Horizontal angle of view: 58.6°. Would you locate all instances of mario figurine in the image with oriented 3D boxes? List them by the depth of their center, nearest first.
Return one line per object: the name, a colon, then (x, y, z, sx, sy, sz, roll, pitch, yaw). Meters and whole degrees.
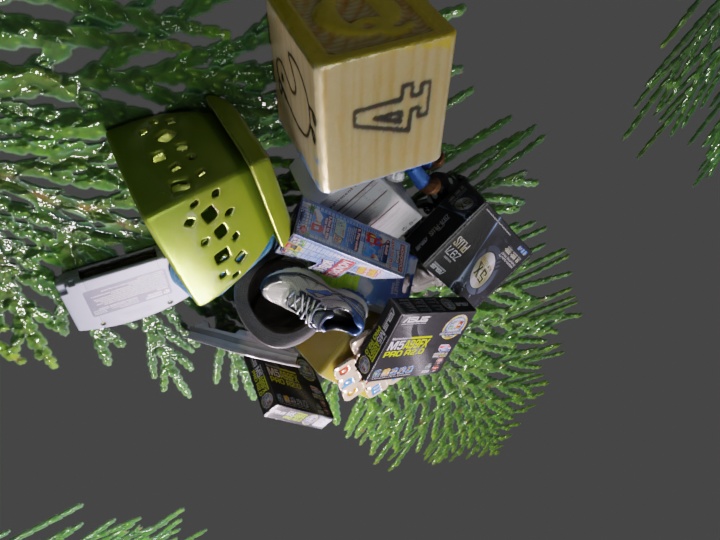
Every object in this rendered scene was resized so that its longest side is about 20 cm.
mario figurine: (0.086, -0.200, 1.064, 0.106, 0.125, 0.199, -38, 144, 21)

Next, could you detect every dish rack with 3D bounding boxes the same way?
dish rack: (-0.223, 0.137, 1.224, 0.170, 0.198, 0.044, 22, 78, -48)

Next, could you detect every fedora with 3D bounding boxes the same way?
fedora: (-0.151, 0.051, 1.180, 0.200, 0.177, 0.090, -47, -171, -30)

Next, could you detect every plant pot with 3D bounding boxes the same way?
plant pot: (-0.213, -0.109, 0.904, 0.179, 0.200, 0.201, -29, 144, -11)
plant pot: (-0.030, 0.107, 1.299, 0.177, 0.200, 0.200, -50, 142, 3)

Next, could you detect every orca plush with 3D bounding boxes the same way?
orca plush: (0.185, -0.115, 1.275, 0.104, 0.072, 0.201, -26, 144, -5)

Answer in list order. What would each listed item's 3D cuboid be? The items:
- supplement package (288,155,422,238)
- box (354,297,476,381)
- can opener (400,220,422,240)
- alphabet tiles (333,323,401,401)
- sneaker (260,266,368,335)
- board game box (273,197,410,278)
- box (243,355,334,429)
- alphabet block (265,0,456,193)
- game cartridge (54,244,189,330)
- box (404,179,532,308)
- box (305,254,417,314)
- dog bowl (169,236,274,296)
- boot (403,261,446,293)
supplement package: (-0.005, -0.132, 1.082, 0.117, 0.118, 0.199, -38, 143, 14)
box: (0.103, 0.125, 1.183, 0.198, 0.044, 0.162, 1, 127, -41)
can opener: (0.117, -0.066, 1.290, 0.053, 0.067, 0.200, -37, 143, 12)
alphabet tiles: (0.039, 0.168, 1.232, 0.194, 0.015, 0.202, -31, 141, -13)
sneaker: (-0.075, 0.057, 1.094, 0.197, 0.086, 0.078, 16, 122, -13)
board game box: (-0.031, -0.031, 1.042, 0.197, 0.063, 0.200, 17, 163, -14)
box: (-0.155, 0.253, 1.399, 0.044, 0.162, 0.199, -39, 143, 16)
alphabet block: (-0.003, -0.259, 0.870, 0.193, 0.197, 0.202, -20, 143, -16)
game cartridge: (-0.390, 0.031, 1.077, 0.197, 0.042, 0.134, -18, 147, -17)
box: (0.210, -0.045, 1.231, 0.164, 0.086, 0.199, -44, 132, 10)
box: (0.000, 0.000, 1.181, 0.197, 0.124, 0.048, 20, 162, -17)
dog bowl: (-0.225, -0.028, 1.077, 0.199, 0.050, 0.112, -41, 149, -3)
boot: (0.130, -0.010, 1.330, 0.128, 0.069, 0.200, -10, 156, 17)
